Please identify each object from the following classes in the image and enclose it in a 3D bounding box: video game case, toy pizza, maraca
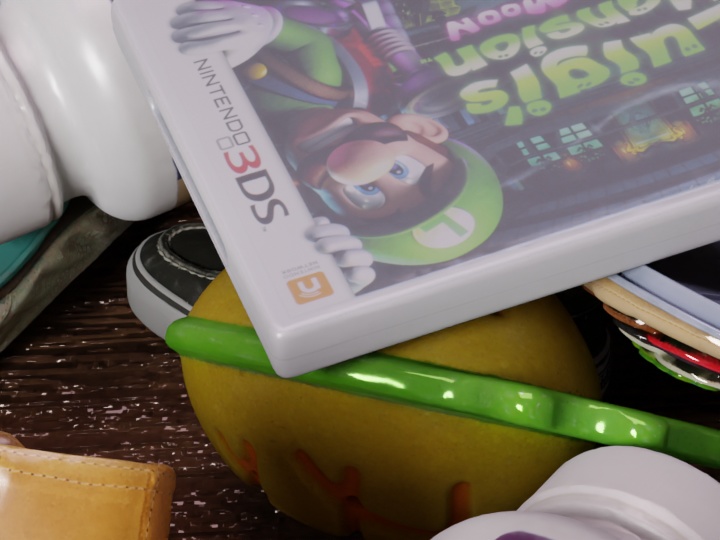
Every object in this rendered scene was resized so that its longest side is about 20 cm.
[{"bbox_3d":[0.038,-0.059,0.758,0.199,0.023,0.182,-17,44,-12],"label":"video game case"},{"bbox_3d":[0.148,0.025,0.775,0.199,0.032,0.200,21,12,-5],"label":"toy pizza"},{"bbox_3d":[0.026,0.039,0.756,0.199,0.108,0.137,10,0,40],"label":"maraca"}]

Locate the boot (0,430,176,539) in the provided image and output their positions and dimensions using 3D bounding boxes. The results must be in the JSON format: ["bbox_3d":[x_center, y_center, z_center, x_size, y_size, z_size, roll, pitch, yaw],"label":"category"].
[{"bbox_3d":[-0.141,0.104,0.579,0.200,0.071,0.145,0,77,16],"label":"boot"}]

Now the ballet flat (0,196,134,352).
[{"bbox_3d":[-0.124,-0.026,0.937,0.067,0.063,0.200,31,45,13],"label":"ballet flat"}]

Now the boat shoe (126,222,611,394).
[{"bbox_3d":[0.000,0.000,0.876,0.199,0.064,0.071,10,36,24],"label":"boat shoe"}]

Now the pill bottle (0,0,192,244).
[{"bbox_3d":[-0.064,-0.087,0.872,0.199,0.111,0.111,-26,36,-15],"label":"pill bottle"}]

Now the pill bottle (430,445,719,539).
[{"bbox_3d":[0.034,0.134,0.616,0.112,0.113,0.200,16,39,31],"label":"pill bottle"}]
